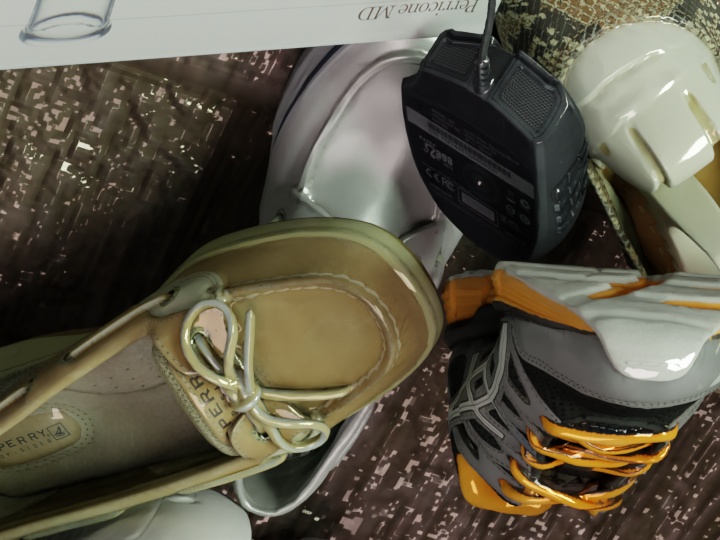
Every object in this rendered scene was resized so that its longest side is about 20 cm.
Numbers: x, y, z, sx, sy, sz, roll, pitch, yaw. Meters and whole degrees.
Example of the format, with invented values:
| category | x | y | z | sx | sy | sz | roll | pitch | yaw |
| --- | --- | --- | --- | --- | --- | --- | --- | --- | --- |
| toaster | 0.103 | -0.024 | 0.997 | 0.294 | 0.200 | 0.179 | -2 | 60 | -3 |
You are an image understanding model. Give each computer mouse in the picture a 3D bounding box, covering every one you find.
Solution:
| category | x | y | z | sx | sy | sz | roll | pitch | yaw |
| --- | --- | --- | --- | --- | --- | --- | --- | --- | --- |
| computer mouse | 0.042 | -0.071 | 0.762 | 0.059 | 0.034 | 0.200 | 35 | 155 | 24 |

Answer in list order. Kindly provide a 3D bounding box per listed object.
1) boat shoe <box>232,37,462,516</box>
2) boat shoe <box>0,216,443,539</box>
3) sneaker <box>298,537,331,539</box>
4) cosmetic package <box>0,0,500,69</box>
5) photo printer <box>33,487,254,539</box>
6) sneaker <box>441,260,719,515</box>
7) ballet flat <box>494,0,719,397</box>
| category | x | y | z | sx | sy | sz | roll | pitch | yaw |
| --- | --- | --- | --- | --- | --- | --- | --- | --- | --- |
| boat shoe | 0.000 | 0.000 | 0.874 | 0.073 | 0.067 | 0.201 | 9 | 130 | -8 |
| boat shoe | -0.063 | 0.043 | 0.844 | 0.200 | 0.063 | 0.073 | -17 | 116 | 30 |
| sneaker | -0.092 | 0.156 | 1.006 | 0.112 | 0.071 | 0.200 | 23 | 129 | -23 |
| cosmetic package | -0.029 | -0.129 | 0.718 | 0.199 | 0.052 | 0.151 | -8 | 140 | -33 |
| photo printer | -0.120 | 0.141 | 0.894 | 0.199 | 0.166 | 0.070 | -29 | 97 | 2 |
| sneaker | 0.068 | 0.038 | 0.813 | 0.078 | 0.078 | 0.200 | 7 | 175 | -6 |
| ballet flat | 0.102 | -0.029 | 0.844 | 0.068 | 0.075 | 0.200 | -26 | 127 | 5 |
